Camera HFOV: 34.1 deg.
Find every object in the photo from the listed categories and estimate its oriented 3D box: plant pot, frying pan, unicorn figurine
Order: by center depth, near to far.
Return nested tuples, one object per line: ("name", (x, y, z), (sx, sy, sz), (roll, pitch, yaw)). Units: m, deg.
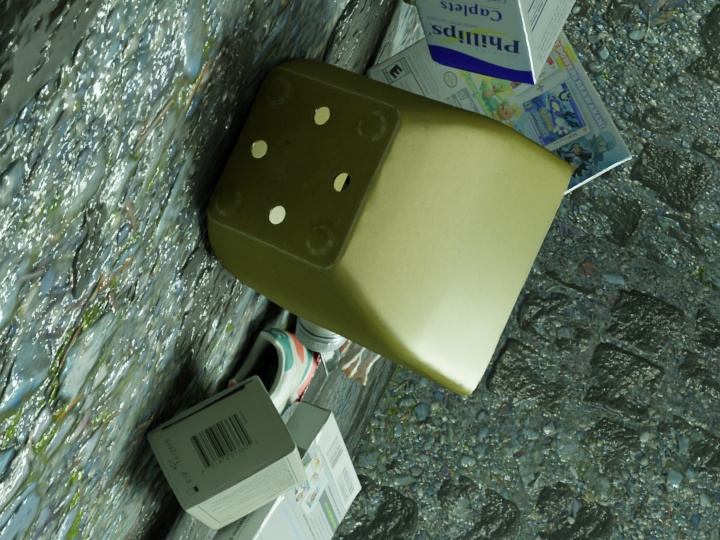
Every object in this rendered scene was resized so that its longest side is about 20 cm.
("plant pot", (0.004, -0.048, 0.849), (0.200, 0.194, 0.196), (28, 86, -59))
("frying pan", (-0.043, 0.063, 1.244), (0.190, 0.031, 0.115), (83, -10, -72))
("unicorn figurine", (0.025, 0.064, 1.339), (0.138, 0.074, 0.200), (-54, -145, -7))

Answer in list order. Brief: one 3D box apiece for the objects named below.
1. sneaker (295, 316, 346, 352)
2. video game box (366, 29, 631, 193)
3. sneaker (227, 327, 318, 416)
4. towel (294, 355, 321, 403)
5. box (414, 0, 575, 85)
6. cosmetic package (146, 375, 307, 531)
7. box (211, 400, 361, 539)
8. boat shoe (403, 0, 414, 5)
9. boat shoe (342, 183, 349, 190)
("sneaker", (0.000, 0.000, 1.155), (0.200, 0.073, 0.071), (-60, 172, -50))
("video game box", (0.132, -0.150, 1.129), (0.182, 0.200, 0.047), (-29, 179, 11))
("sneaker", (-0.115, 0.145, 1.147), (0.200, 0.070, 0.093), (-63, 155, -4))
("towel", (-0.036, 0.040, 1.368), (0.145, 0.022, 0.200), (-81, -165, -64))
("box", (0.118, -0.293, 0.974), (0.184, 0.105, 0.200), (-62, 151, -24))
("cosmetic package", (-0.108, 0.161, 1.006), (0.105, 0.071, 0.200), (-28, 165, -10))
("box", (-0.076, 0.254, 1.170), (0.200, 0.041, 0.156), (-58, 150, -29))
("boat shoe", (0.107, -0.337, 1.127), (0.074, 0.066, 0.201), (41, 73, -83))
("boat shoe", (-0.034, -0.040, 1.060), (0.200, 0.067, 0.072), (-48, 161, -68))
